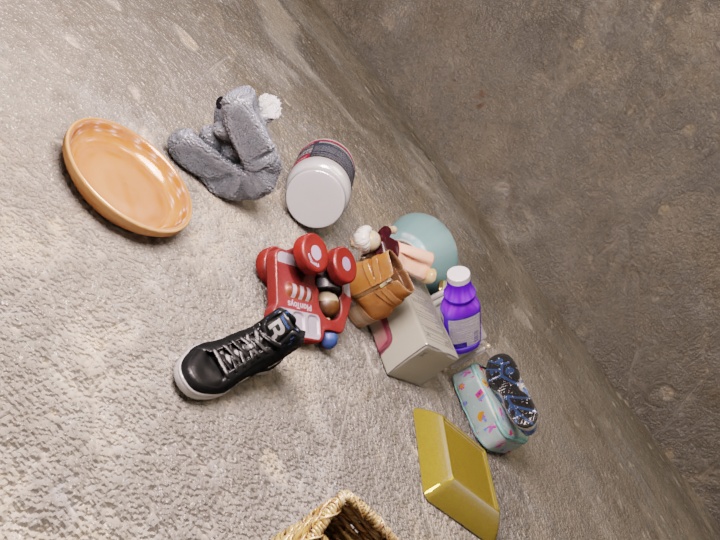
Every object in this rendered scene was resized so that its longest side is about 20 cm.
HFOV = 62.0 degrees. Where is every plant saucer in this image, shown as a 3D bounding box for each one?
[{"bbox_3d":[0.184,0.364,1.100,0.199,0.048,0.201,41,24,-25],"label":"plant saucer"},{"bbox_3d":[-0.328,-0.125,0.846,0.200,0.037,0.201,43,24,-24],"label":"plant saucer"}]

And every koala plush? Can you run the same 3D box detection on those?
[{"bbox_3d":[-0.220,-0.242,1.085,0.184,0.176,0.201,51,18,-33],"label":"koala plush"}]

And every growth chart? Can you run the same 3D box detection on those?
[{"bbox_3d":[0.204,0.127,1.328,0.018,0.143,0.202,-89,156,-67],"label":"growth chart"}]

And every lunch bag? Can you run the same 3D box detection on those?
[{"bbox_3d":[0.298,0.310,1.368,0.159,0.077,0.202,26,35,-46],"label":"lunch bag"}]

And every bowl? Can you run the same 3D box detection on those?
[{"bbox_3d":[0.115,-0.025,1.384,0.202,0.200,0.104,55,35,10],"label":"bowl"}]

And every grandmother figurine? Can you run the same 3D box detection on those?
[{"bbox_3d":[0.066,-0.040,1.189,0.198,0.060,0.123,21,43,-36],"label":"grandmother figurine"}]

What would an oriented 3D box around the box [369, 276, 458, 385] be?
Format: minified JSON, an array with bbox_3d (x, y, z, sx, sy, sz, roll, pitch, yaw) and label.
[{"bbox_3d":[0.094,0.112,1.224,0.127,0.109,0.202,28,32,-46],"label":"box"}]

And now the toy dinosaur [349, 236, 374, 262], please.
[{"bbox_3d":[0.051,-0.021,1.272,0.200,0.133,0.087,65,24,-65],"label":"toy dinosaur"}]

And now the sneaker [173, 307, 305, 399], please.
[{"bbox_3d":[-0.144,0.094,0.774,0.074,0.112,0.199,54,22,11],"label":"sneaker"}]

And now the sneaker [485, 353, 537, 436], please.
[{"bbox_3d":[0.329,0.272,1.314,0.202,0.075,0.078,-102,169,-46],"label":"sneaker"}]

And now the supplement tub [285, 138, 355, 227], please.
[{"bbox_3d":[-0.084,-0.190,1.288,0.140,0.140,0.201,44,23,-18],"label":"supplement tub"}]

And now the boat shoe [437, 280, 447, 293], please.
[{"bbox_3d":[0.211,0.118,1.366,0.073,0.064,0.203,-62,148,-57],"label":"boat shoe"}]

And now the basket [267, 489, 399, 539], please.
[{"bbox_3d":[-0.014,0.352,0.589,0.201,0.148,0.143,49,22,-8],"label":"basket"}]

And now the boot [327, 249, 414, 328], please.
[{"bbox_3d":[0.000,0.000,1.132,0.201,0.154,0.074,49,39,-6],"label":"boot"}]

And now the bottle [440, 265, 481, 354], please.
[{"bbox_3d":[0.206,0.083,1.240,0.066,0.082,0.202,-113,-171,-51],"label":"bottle"}]

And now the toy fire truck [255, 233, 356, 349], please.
[{"bbox_3d":[-0.086,0.043,1.005,0.199,0.111,0.171,21,61,-51],"label":"toy fire truck"}]
